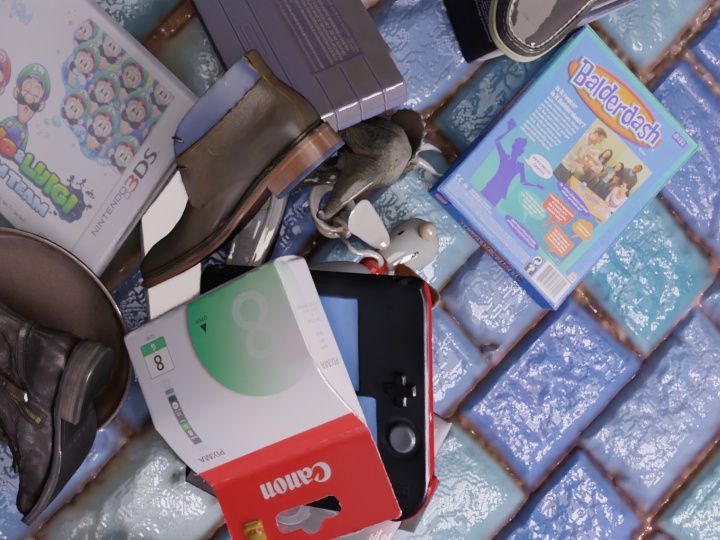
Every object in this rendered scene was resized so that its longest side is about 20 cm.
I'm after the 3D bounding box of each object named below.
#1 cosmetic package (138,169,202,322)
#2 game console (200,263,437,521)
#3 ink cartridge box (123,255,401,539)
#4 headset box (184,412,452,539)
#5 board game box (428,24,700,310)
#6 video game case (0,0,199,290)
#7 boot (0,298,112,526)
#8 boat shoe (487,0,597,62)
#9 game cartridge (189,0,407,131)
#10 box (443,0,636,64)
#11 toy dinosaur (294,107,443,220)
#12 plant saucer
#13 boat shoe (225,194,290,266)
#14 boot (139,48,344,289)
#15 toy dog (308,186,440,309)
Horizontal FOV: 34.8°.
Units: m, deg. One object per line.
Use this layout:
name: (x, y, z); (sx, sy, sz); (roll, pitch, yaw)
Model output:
cosmetic package: (-0.158, -0.037, 0.950); (0.050, 0.083, 0.204); (-5, 91, -6)
game console: (-0.035, 0.089, 0.857); (0.197, 0.031, 0.180); (4, 104, 28)
ink cartridge box: (-0.076, 0.111, 0.845); (0.159, 0.050, 0.203); (-25, 82, 30)
headset box: (-0.029, 0.153, 0.974); (0.198, 0.077, 0.150); (30, 86, -6)
board game box: (0.181, -0.090, 1.020); (0.152, 0.045, 0.200); (44, 85, -6)
video game case: (-0.239, -0.118, 0.909); (0.200, 0.024, 0.183); (42, 108, 9)
boot: (-0.291, 0.088, 0.897); (0.172, 0.069, 0.202); (26, 117, 4)
boat shoe: (0.163, -0.237, 0.805); (0.071, 0.066, 0.202); (39, 86, -11)
game cartridge: (-0.055, -0.191, 0.940); (0.128, 0.039, 0.202); (-21, 59, -11)
box: (0.180, -0.268, 0.940); (0.197, 0.198, 0.125); (-23, 97, -7)
toy dinosaur: (0.003, -0.096, 0.922); (0.100, 0.200, 0.078); (-3, 104, 13)
plant saucer: (-0.273, 0.051, 0.920); (0.196, 0.032, 0.203); (4, 118, 8)
boat shoe: (-0.090, -0.075, 0.967); (0.064, 0.074, 0.205); (14, 85, -3)
boot: (-0.112, -0.073, 0.861); (0.199, 0.075, 0.097); (-37, 95, 20)
toy dog: (0.000, 0.000, 0.927); (0.131, 0.096, 0.201); (37, 53, -10)
